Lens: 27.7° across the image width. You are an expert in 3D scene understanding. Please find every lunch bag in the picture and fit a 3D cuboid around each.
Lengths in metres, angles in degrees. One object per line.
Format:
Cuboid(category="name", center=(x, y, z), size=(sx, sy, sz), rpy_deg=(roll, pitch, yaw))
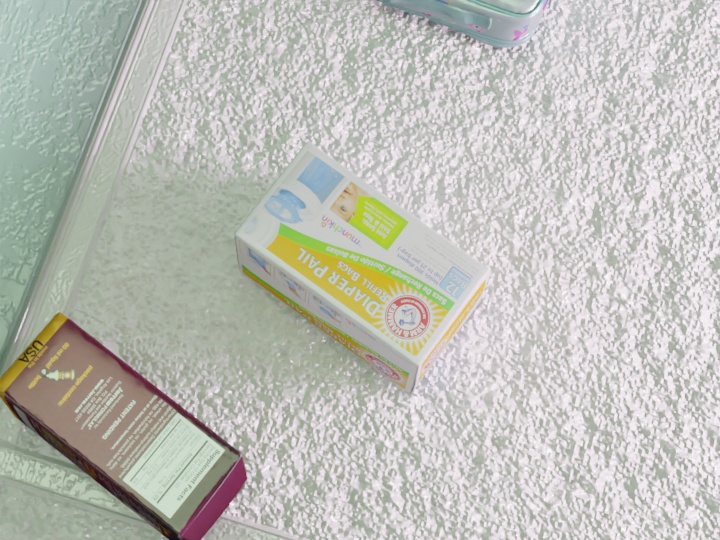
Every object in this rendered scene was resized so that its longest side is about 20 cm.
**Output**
Cuboid(category="lunch bag", center=(0.096, -0.310, 1.406), size=(0.199, 0.077, 0.161), rpy_deg=(21, 74, 5))

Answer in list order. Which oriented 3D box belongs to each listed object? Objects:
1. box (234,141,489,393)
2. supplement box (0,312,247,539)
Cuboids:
Cuboid(category="box", center=(0.000, 0.000, 1.288), size=(0.199, 0.101, 0.113), rpy_deg=(35, 74, 9))
Cuboid(category="supplement box", center=(-0.198, 0.139, 1.231), size=(0.199, 0.110, 0.086), rpy_deg=(36, 74, 9))
